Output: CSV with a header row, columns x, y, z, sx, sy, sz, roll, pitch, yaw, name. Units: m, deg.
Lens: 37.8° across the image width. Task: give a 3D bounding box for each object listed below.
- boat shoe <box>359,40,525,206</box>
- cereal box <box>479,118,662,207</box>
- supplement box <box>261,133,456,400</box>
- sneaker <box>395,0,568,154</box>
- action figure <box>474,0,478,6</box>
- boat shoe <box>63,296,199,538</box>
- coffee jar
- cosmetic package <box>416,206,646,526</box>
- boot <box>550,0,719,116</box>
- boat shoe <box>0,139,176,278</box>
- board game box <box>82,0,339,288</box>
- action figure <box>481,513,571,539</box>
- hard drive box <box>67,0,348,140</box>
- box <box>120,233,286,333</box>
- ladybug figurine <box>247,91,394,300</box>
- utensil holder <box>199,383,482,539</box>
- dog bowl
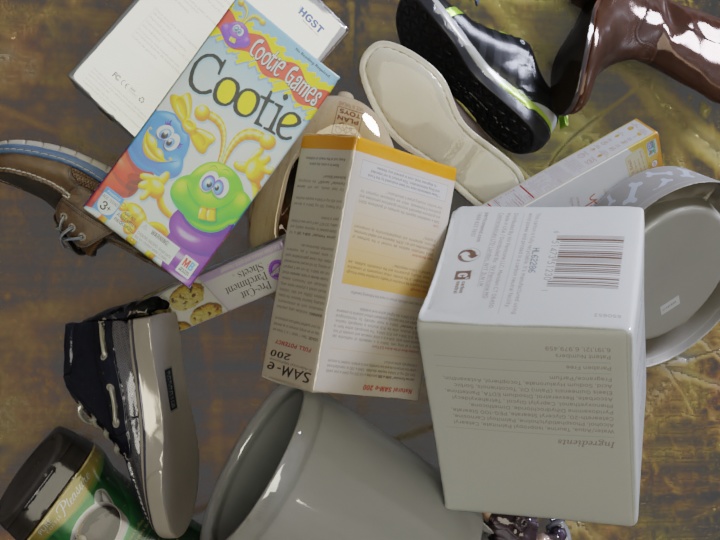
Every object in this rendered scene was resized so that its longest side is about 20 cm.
x,y,z,sx,sy,sz,roll,pitch,yaw,name
0.073,-0.132,0.982,0.200,0.060,0.072,43,95,-9,boat shoe
0.198,-0.034,0.990,0.198,0.040,0.145,-30,129,-9,cereal box
0.000,0.000,0.872,0.125,0.073,0.204,12,88,-44,supplement box
0.117,-0.197,0.995,0.200,0.071,0.083,46,60,-11,sneaker
0.089,-0.353,0.955,0.189,0.105,0.205,1,90,-1,action figure
-0.198,0.127,0.899,0.091,0.075,0.205,-5,90,18,boat shoe
-0.218,0.232,0.929,0.199,0.085,0.105,40,80,-11,coffee jar
0.151,0.076,0.871,0.163,0.168,0.203,1,124,18,cosmetic package
0.286,-0.192,1.001,0.197,0.064,0.189,24,68,-14,boot
-0.231,-0.051,0.913,0.197,0.072,0.074,20,74,-12,boat shoe
-0.120,-0.101,0.845,0.104,0.103,0.201,36,86,-10,board game box
0.172,0.207,1.016,0.130,0.069,0.201,39,89,-17,action figure
-0.133,-0.188,0.930,0.156,0.077,0.201,43,85,-10,hard drive box
-0.141,0.023,0.918,0.197,0.039,0.042,-22,98,16,box
-0.035,-0.061,0.957,0.133,0.072,0.204,16,90,-10,ladybug figurine
-0.016,0.217,0.927,0.198,0.170,0.172,34,86,-15,utensil holder
0.276,-0.006,0.986,0.197,0.059,0.203,-14,127,-19,dog bowl
